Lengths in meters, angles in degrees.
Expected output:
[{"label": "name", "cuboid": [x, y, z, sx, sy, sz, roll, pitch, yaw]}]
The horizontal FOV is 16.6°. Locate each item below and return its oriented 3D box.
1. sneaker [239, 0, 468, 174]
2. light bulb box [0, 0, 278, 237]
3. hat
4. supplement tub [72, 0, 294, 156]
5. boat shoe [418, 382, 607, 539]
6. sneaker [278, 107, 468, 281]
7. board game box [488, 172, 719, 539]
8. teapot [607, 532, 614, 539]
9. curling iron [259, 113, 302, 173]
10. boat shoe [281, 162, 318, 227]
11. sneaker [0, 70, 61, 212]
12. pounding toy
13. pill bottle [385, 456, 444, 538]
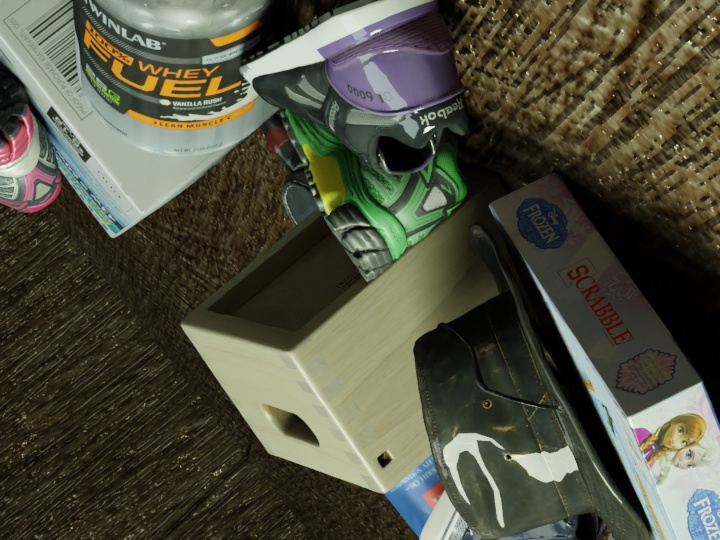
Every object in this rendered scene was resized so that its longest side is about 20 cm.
[{"label": "sneaker", "cuboid": [-0.003, -0.085, 1.256, 0.088, 0.076, 0.200, 68, 164, -3]}, {"label": "light bulb box", "cuboid": [-0.158, -0.138, 1.537, 0.198, 0.125, 0.200, 52, 169, -4]}, {"label": "hat", "cuboid": [0.072, 0.080, 1.257, 0.201, 0.081, 0.201, 64, 179, 3]}, {"label": "supplement tub", "cuboid": [-0.095, -0.154, 1.336, 0.123, 0.122, 0.200, 49, 162, 15]}, {"label": "boat shoe", "cuboid": [0.099, 0.165, 1.555, 0.093, 0.075, 0.200, 41, 129, 31]}, {"label": "sneaker", "cuboid": [0.013, -0.066, 1.356, 0.078, 0.085, 0.200, 58, -176, -31]}, {"label": "board game box", "cuboid": [0.142, 0.080, 1.213, 0.200, 0.041, 0.200, 65, 178, -35]}, {"label": "teapot", "cuboid": [0.199, 0.236, 1.410, 0.197, 0.146, 0.200, 27, 129, 17]}, {"label": "curling iron", "cuboid": [-0.053, -0.080, 1.707, 0.200, 0.026, 0.050, 44, 131, 17]}, {"label": "boat shoe", "cuboid": [0.000, 0.002, 1.615, 0.199, 0.066, 0.075, 46, 149, 28]}, {"label": "sneaker", "cuboid": [-0.257, -0.098, 1.532, 0.200, 0.081, 0.075, 42, 167, 43]}, {"label": "pounding toy", "cuboid": [0.021, 0.034, 1.426, 0.142, 0.184, 0.200, 57, 161, -19]}, {"label": "pill bottle", "cuboid": [0.065, 0.124, 1.678, 0.200, 0.112, 0.112, 50, 170, 2]}]
